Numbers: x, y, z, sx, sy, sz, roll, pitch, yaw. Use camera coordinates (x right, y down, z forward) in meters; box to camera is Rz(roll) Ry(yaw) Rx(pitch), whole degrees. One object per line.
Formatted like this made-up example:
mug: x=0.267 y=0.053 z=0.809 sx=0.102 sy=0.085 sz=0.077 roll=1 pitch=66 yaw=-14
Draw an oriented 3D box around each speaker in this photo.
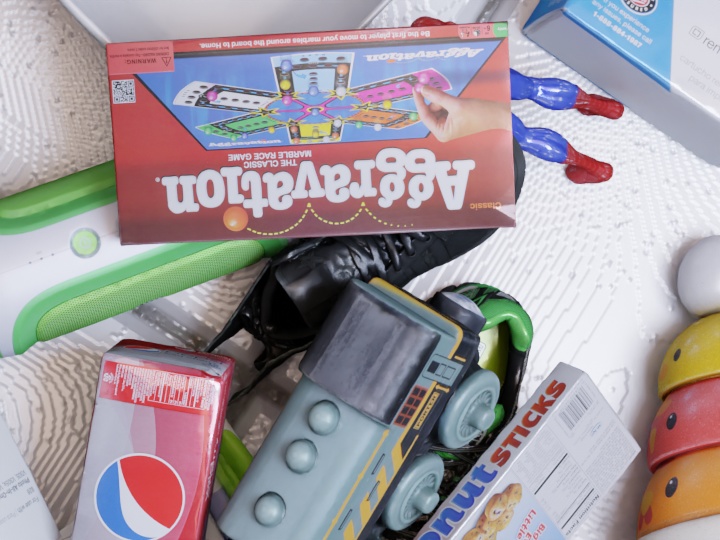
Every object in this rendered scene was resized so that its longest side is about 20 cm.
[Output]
speaker: x=-0.126 y=-0.020 z=0.963 sx=0.200 sy=0.088 sz=0.088 roll=-21 pitch=91 yaw=-11

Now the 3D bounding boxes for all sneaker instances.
sneaker: x=-0.002 y=-0.003 z=0.947 sx=0.060 sy=0.200 sz=0.104 roll=54 pitch=43 yaw=3
sneaker: x=0.035 y=0.098 z=0.988 sx=0.078 sy=0.085 sz=0.200 roll=21 pitch=85 yaw=-9

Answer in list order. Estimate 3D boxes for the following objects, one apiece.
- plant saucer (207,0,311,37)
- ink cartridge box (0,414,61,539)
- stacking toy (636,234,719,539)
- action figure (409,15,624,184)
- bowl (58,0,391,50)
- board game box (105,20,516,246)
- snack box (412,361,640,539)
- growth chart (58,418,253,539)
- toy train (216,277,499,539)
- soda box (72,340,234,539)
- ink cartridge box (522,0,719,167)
plant saucer: x=-0.085 y=-0.234 z=1.009 sx=0.200 sy=0.037 sz=0.200 roll=-25 pitch=92 yaw=-12
ink cartridge box: x=-0.265 y=0.087 z=0.903 sx=0.146 sy=0.084 sz=0.200 roll=-26 pitch=92 yaw=21
stacking toy: x=0.214 y=0.076 z=1.023 sx=0.146 sy=0.146 sz=0.200 roll=-1 pitch=68 yaw=-11
action figure: x=0.065 y=-0.094 z=0.981 sx=0.200 sy=0.052 sz=0.065 roll=16 pitch=87 yaw=-45
bowl: x=-0.077 y=-0.192 z=0.953 sx=0.200 sy=0.075 sz=0.200 roll=-45 pitch=96 yaw=-10
board game box: x=-0.024 y=-0.068 z=0.896 sx=0.200 sy=0.019 sz=0.103 roll=-3 pitch=98 yaw=3
snack box: x=0.065 y=0.145 z=0.932 sx=0.200 sy=0.024 sz=0.072 roll=-49 pitch=128 yaw=-14
growth chart: x=-0.115 y=0.182 z=0.980 sx=0.200 sy=0.018 sz=0.145 roll=-40 pitch=93 yaw=-2
toy train: x=-0.007 y=0.094 z=0.909 sx=0.085 sy=0.114 sz=0.200 roll=33 pitch=93 yaw=28
soda box: x=-0.114 y=0.140 z=0.924 sx=0.063 sy=0.070 sz=0.200 roll=10 pitch=94 yaw=0
ink cartridge box: x=0.212 y=-0.184 z=1.039 sx=0.146 sy=0.086 sz=0.200 roll=33 pitch=83 yaw=-7
